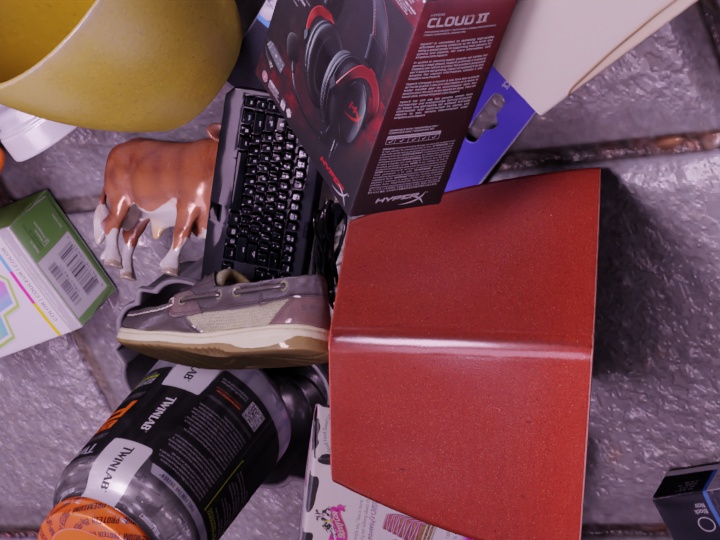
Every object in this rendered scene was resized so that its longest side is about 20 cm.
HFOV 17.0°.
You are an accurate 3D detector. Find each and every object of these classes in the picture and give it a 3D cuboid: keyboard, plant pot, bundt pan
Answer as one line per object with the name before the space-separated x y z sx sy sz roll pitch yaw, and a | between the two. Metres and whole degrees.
keyboard | -0.057 -0.029 1.695 0.104 0.040 0.201 8 121 -1
plant pot | 0.071 0.059 1.644 0.175 0.200 0.201 4 129 5
plant pot | -0.167 -0.175 1.674 0.199 0.201 0.142 -18 139 41
bundt pan | -0.090 0.069 1.879 0.201 0.076 0.203 17 132 20

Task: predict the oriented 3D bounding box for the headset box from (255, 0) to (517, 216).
headset box | 0.016 -0.159 1.527 0.149 0.075 0.200 57 143 34

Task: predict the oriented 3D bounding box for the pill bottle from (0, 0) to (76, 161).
pill bottle | -0.280 -0.184 1.775 0.112 0.112 0.200 -21 111 42

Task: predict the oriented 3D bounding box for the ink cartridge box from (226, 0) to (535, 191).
ink cartridge box | 0.023 -0.142 1.661 0.200 0.043 0.198 37 135 1

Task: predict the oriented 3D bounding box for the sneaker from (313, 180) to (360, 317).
sneaker | 0.000 0.000 1.763 0.070 0.080 0.201 -12 112 40

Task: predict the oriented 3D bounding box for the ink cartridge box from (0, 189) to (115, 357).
ink cartridge box | -0.307 0.014 1.988 0.199 0.059 0.104 -18 113 41

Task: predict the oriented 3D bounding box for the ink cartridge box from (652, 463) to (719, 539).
ink cartridge box | 0.303 0.230 1.782 0.099 0.039 0.200 -14 116 39

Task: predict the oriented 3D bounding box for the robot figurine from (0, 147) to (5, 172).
robot figurine | -0.361 -0.098 1.877 0.200 0.144 0.117 26 133 40

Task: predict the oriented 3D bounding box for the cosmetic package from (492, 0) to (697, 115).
cosmetic package | 0.169 -0.191 1.485 0.073 0.104 0.200 45 136 -7

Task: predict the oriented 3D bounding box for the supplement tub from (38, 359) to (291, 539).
supplement tub | -0.146 0.155 1.787 0.122 0.200 0.123 17 131 21

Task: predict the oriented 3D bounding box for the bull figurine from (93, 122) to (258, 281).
bull figurine | -0.128 -0.052 1.780 0.065 0.122 0.200 22 169 -37

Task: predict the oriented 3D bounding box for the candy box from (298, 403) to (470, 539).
candy box | 0.056 0.176 1.828 0.199 0.061 0.137 5 132 -4

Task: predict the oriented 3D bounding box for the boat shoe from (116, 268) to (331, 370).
boat shoe | -0.092 0.032 1.696 0.200 0.066 0.072 -1 164 46
